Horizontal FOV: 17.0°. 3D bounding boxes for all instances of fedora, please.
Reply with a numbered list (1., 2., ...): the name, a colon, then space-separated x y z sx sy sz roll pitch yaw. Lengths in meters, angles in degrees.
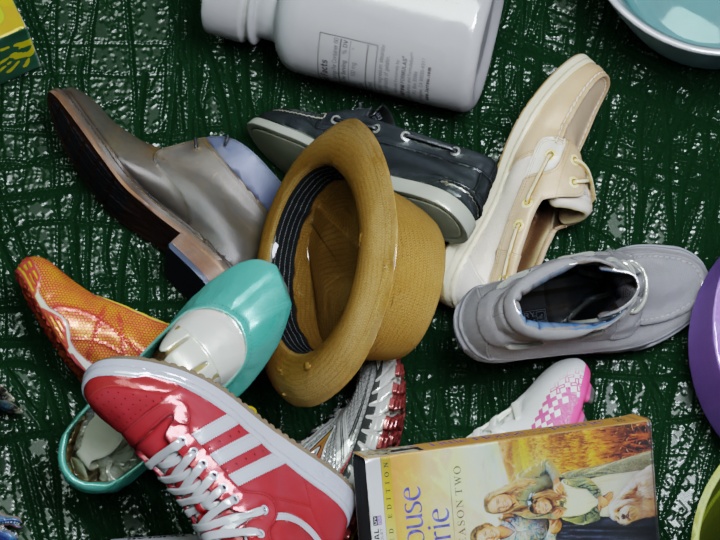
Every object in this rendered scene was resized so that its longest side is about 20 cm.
1. fedora: 0.000 0.000 1.580 0.082 0.200 0.202 14 68 -26

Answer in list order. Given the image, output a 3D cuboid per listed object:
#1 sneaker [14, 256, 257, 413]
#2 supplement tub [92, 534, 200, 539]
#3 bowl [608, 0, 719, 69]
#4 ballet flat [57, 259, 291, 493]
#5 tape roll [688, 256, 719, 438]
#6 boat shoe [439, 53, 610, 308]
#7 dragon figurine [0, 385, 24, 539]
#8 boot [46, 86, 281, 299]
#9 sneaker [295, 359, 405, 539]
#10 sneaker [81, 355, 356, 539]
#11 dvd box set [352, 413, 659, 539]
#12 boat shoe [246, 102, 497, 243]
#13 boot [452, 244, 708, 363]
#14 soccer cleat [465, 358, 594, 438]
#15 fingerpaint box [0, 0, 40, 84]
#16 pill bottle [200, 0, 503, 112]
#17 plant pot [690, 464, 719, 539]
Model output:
1. sneaker: -0.153 0.057 1.644 0.200 0.073 0.077 42 77 4
2. supplement tub: -0.189 0.236 1.550 0.199 0.123 0.123 -3 70 1
3. bowl: 0.252 -0.222 1.701 0.200 0.105 0.202 -1 70 2
4. ballet flat: -0.122 0.075 1.557 0.067 0.070 0.200 46 103 5
5. tape roll: 0.322 0.049 1.605 0.199 0.066 0.201 2 74 -7
6. boat shoe: 0.128 -0.052 1.661 0.069 0.074 0.201 26 83 24
7. dragon figurine: -0.298 0.103 1.635 0.200 0.059 0.100 35 75 12
8. boot: -0.128 -0.068 1.689 0.097 0.075 0.200 -38 83 -20
9. sneaker: -0.027 0.130 1.604 0.082 0.078 0.201 22 73 11
10. sneaker: -0.096 0.140 1.486 0.200 0.071 0.113 33 49 -19
11. dvd box set: 0.097 0.176 1.549 0.199 0.029 0.147 -5 94 -18
12. boat shoe: 0.011 -0.082 1.661 0.199 0.075 0.066 20 66 39
13. boot: 0.165 0.020 1.593 0.199 0.096 0.074 -13 87 -26
14. soccer cleat: 0.083 0.134 1.596 0.086 0.070 0.201 29 76 -4
15. fingerpaint box: -0.348 -0.207 1.739 0.166 0.073 0.201 -25 71 -7
16. pill bottle: -0.005 -0.187 1.695 0.199 0.114 0.115 14 72 7
17. plant pot: 0.280 0.215 1.489 0.199 0.193 0.201 3 64 -5
